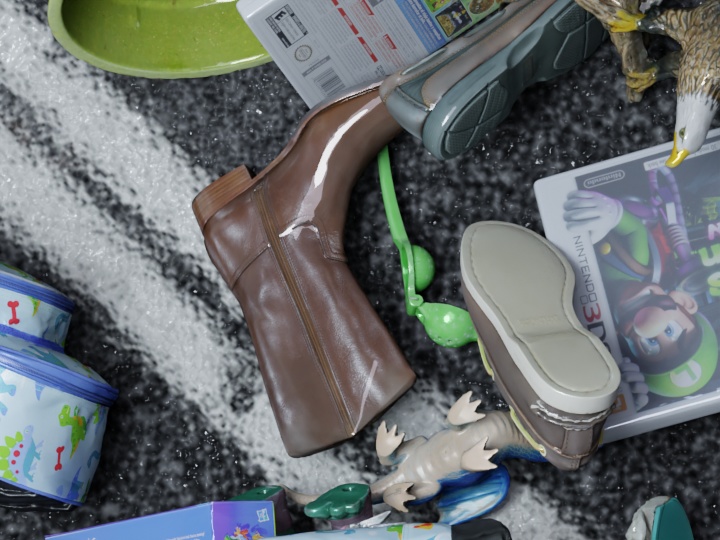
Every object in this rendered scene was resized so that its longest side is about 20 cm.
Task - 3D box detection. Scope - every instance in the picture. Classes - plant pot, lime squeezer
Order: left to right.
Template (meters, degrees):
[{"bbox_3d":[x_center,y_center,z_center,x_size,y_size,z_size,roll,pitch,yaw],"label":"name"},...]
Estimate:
[{"bbox_3d":[-0.111,-0.252,1.642,0.199,0.200,0.191,-15,65,7],"label":"plant pot"},{"bbox_3d":[0.054,0.002,1.629,0.071,0.038,0.200,-44,75,1],"label":"lime squeezer"}]

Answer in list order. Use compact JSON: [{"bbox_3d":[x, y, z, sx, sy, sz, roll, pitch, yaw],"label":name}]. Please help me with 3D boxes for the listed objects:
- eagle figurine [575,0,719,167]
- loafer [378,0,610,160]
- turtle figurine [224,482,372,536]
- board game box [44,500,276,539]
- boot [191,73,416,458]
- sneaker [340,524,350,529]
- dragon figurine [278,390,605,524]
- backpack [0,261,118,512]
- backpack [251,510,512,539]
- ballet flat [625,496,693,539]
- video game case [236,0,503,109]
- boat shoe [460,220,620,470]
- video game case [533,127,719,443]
[{"bbox_3d":[0.232,-0.121,1.548,0.200,0.151,0.152,15,104,40],"label":"eagle figurine"},{"bbox_3d":[0.095,-0.148,1.603,0.063,0.072,0.200,38,59,24],"label":"loafer"},{"bbox_3d":[-0.020,0.231,1.566,0.149,0.101,0.201,-9,100,13],"label":"turtle figurine"},{"bbox_3d":[-0.121,0.216,1.557,0.200,0.045,0.135,-17,74,52],"label":"board game box"},{"bbox_3d":[0.000,0.000,1.604,0.186,0.064,0.200,-35,62,20],"label":"boot"},{"bbox_3d":[0.057,0.210,1.463,0.199,0.070,0.082,19,103,10],"label":"sneaker"},{"bbox_3d":[0.056,0.121,1.593,0.200,0.099,0.059,-28,67,17],"label":"dragon figurine"},{"bbox_3d":[-0.250,0.063,1.601,0.199,0.183,0.147,21,86,8],"label":"backpack"},{"bbox_3d":[-0.020,0.213,1.393,0.199,0.154,0.164,-3,89,-7],"label":"backpack"},{"bbox_3d":[0.174,0.238,1.556,0.071,0.072,0.201,-9,79,9],"label":"ballet flat"},{"bbox_3d":[0.032,-0.183,1.612,0.200,0.143,0.018,-34,58,3],"label":"video game case"},{"bbox_3d":[0.102,0.040,1.551,0.072,0.200,0.060,-3,123,-16],"label":"boat shoe"},{"bbox_3d":[0.220,-0.003,1.581,0.199,0.023,0.182,-16,61,7],"label":"video game case"}]
